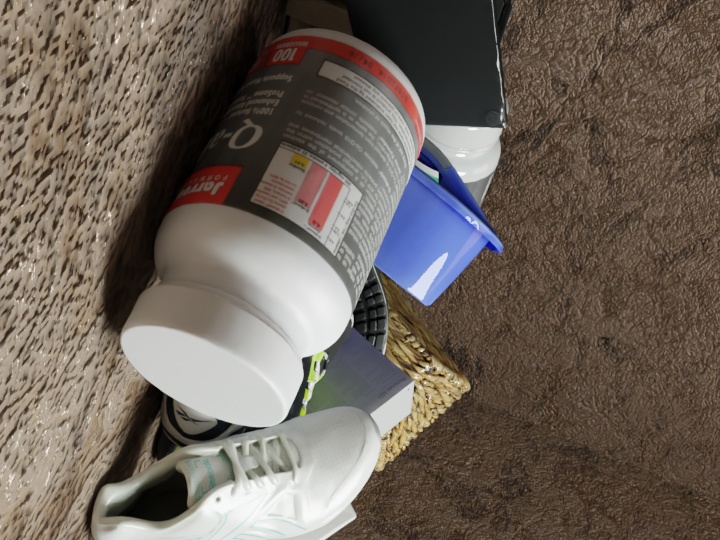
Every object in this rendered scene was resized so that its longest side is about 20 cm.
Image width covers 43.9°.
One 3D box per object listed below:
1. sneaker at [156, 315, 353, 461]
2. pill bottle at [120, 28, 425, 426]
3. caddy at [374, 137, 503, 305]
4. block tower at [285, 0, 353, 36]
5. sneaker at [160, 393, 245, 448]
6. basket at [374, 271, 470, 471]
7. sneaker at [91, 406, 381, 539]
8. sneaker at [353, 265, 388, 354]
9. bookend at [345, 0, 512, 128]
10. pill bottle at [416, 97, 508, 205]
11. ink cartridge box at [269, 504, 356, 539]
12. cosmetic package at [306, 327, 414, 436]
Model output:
[{"bbox_3d":[-0.063,0.109,0.679,0.199,0.082,0.072,-42,155,-26],"label":"sneaker"},{"bbox_3d":[-0.044,-0.026,0.497,0.117,0.114,0.203,103,9,-59],"label":"pill bottle"},{"bbox_3d":[0.025,-0.062,0.724,0.106,0.199,0.141,-51,175,3],"label":"caddy"},{"bbox_3d":[-0.001,-0.194,0.652,0.201,0.053,0.059,-61,169,-57],"label":"block tower"},{"bbox_3d":[-0.069,0.020,0.609,0.200,0.079,0.130,-55,177,-30],"label":"sneaker"},{"bbox_3d":[-0.007,0.088,0.947,0.149,0.201,0.142,-41,149,8],"label":"basket"},{"bbox_3d":[-0.076,0.138,0.572,0.197,0.071,0.081,-23,148,-11],"label":"sneaker"},{"bbox_3d":[0.000,0.000,0.855,0.087,0.074,0.205,-21,105,-67],"label":"sneaker"},{"bbox_3d":[0.058,-0.232,0.552,0.202,0.090,0.201,74,30,-45],"label":"bookend"},{"bbox_3d":[0.087,-0.109,0.970,0.202,0.111,0.114,104,8,-47],"label":"pill bottle"},{"bbox_3d":[-0.102,0.253,0.823,0.116,0.068,0.200,-21,162,-41],"label":"ink cartridge box"},{"bbox_3d":[-0.053,0.135,0.730,0.198,0.082,0.051,-33,143,-29],"label":"cosmetic package"}]
